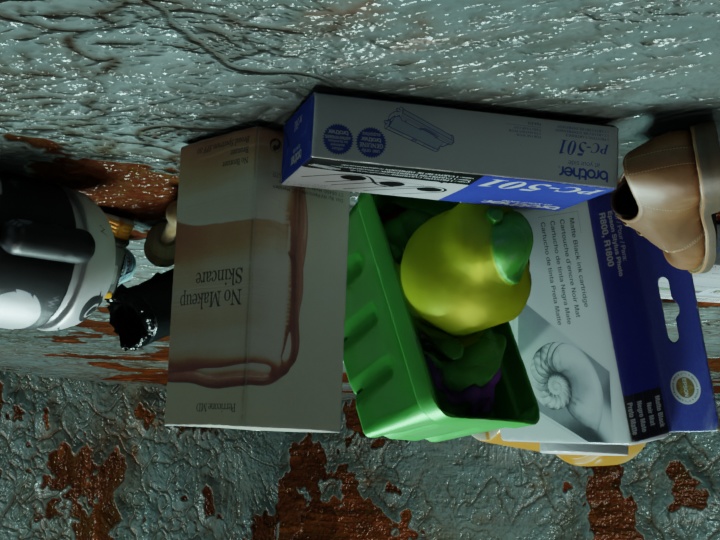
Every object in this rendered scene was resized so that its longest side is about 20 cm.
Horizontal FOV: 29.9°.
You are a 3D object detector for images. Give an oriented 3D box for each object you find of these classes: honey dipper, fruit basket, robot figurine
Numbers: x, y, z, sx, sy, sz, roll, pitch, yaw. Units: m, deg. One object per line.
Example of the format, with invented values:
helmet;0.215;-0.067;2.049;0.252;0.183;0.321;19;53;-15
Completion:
honey dipper;-0.166;-0.036;1.190;0.038;0.038;0.200;4;170;-13
fruit basket;0.073;0.016;1.018;0.215;0.216;0.155;-6;168;41
robot figurine;-0.290;-0.015;1.058;0.200;0.125;0.150;11;-154;-42

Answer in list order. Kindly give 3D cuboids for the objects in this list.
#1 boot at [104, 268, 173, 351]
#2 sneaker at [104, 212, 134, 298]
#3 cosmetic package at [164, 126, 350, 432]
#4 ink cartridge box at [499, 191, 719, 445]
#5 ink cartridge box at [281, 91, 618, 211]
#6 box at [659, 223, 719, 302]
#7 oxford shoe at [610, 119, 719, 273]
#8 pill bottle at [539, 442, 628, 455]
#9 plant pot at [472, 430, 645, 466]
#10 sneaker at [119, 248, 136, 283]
boot;-0.134;0.017;1.230;0.162;0.073;0.198;-19;-175;-30
sneaker;-0.296;-0.011;1.252;0.200;0.077;0.078;-3;171;37
cosmetic package;-0.071;0.011;0.935;0.087;0.200;0.103;8;169;-40
ink cartridge box;0.176;0.040;1.073;0.041;0.200;0.200;-14;-177;-41
ink cartridge box;0.056;-0.074;0.870;0.200;0.044;0.094;4;172;-14
box;0.340;-0.003;1.263;0.156;0.041;0.200;4;172;-14
oxford shoe;0.207;-0.046;0.916;0.071;0.071;0.200;-9;159;11
pill bottle;0.199;0.061;1.190;0.112;0.200;0.112;2;171;0
plant pot;0.219;0.133;1.587;0.183;0.201;0.200;1;173;-26
sneaker;-0.312;0.006;1.371;0.200;0.078;0.086;-4;172;36
